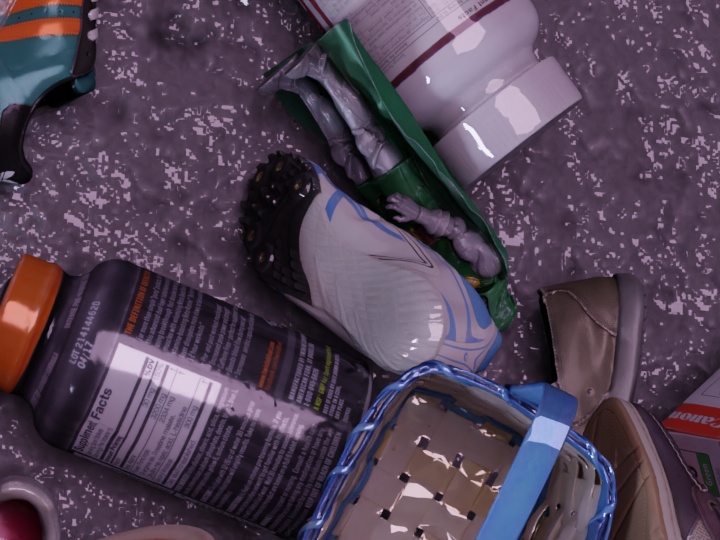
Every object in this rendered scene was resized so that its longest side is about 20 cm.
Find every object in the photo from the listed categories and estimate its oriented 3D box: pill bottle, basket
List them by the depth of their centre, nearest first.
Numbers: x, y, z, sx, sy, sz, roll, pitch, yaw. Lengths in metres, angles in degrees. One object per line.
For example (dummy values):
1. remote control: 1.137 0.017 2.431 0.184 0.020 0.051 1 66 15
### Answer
1. basket: 0.046 0.129 0.898 0.138 0.200 0.177 28 90 1
2. pill bottle: -0.102 0.061 0.999 0.199 0.106 0.107 24 70 -9
3. pill bottle: 0.035 -0.152 1.094 0.109 0.110 0.201 -36 88 -22

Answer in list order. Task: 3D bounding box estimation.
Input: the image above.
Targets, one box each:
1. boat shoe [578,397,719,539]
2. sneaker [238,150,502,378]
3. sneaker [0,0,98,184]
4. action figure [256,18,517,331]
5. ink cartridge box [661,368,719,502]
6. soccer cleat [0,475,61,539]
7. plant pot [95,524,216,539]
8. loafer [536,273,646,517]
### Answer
1. boat shoe: 0.161 0.148 0.919 0.064 0.072 0.201 6 41 -24
2. sneaker: 0.000 0.000 1.033 0.072 0.200 0.072 23 104 -47
3. sneaker: -0.175 -0.139 1.055 0.080 0.071 0.201 30 74 -11
4. action figure: 0.025 -0.044 1.072 0.055 0.118 0.200 -45 102 -20
5. ink cartridge box: 0.217 0.120 1.062 0.200 0.050 0.110 -36 117 -35
6. soccer cleat: -0.205 0.195 0.942 0.069 0.086 0.201 21 71 -10
7. plant pot: -0.101 0.230 0.877 0.199 0.200 0.179 -25 104 -21
8. loafer: 0.119 0.097 1.079 0.069 0.075 0.202 8 73 1
